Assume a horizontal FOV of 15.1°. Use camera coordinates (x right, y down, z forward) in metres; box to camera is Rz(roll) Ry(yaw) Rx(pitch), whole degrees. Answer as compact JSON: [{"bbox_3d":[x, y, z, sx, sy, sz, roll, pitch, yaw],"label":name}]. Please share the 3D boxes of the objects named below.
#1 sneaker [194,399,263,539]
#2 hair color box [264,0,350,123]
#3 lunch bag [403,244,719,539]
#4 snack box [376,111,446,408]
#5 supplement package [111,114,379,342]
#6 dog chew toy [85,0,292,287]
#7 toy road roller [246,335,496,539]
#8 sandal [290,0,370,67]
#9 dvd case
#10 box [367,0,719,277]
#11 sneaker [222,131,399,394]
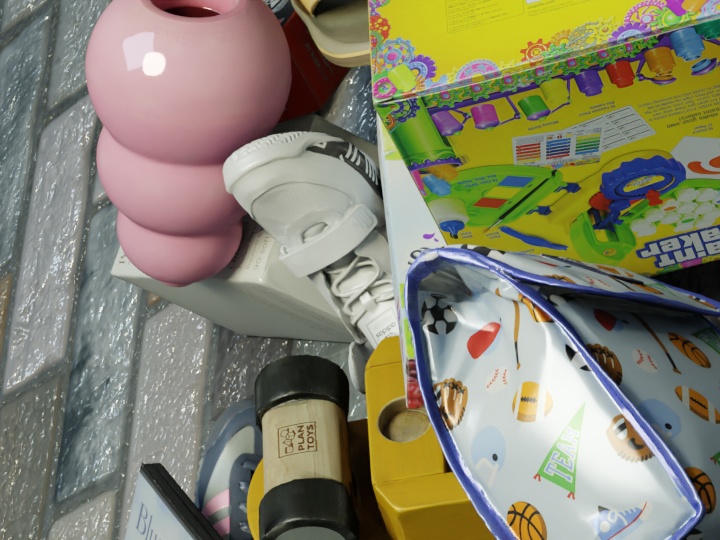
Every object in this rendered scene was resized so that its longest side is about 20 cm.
[{"bbox_3d":[-0.065,0.178,1.706,0.082,0.070,0.201,-15,65,59],"label":"sneaker"},{"bbox_3d":[-0.041,-0.165,1.774,0.101,0.061,0.200,-17,24,32],"label":"hair color box"},{"bbox_3d":[0.123,0.068,1.340,0.124,0.170,0.200,-47,62,23],"label":"lunch bag"},{"bbox_3d":[0.087,-0.017,1.549,0.053,0.142,0.200,87,178,-50],"label":"snack box"},{"bbox_3d":[-0.055,-0.026,1.786,0.200,0.117,0.117,1,70,57],"label":"supplement package"},{"bbox_3d":[-0.107,-0.079,1.654,0.125,0.124,0.200,-115,25,-52],"label":"dog chew toy"},{"bbox_3d":[0.033,0.125,1.577,0.199,0.146,0.123,-11,50,8],"label":"toy road roller"},{"bbox_3d":[-0.006,-0.177,1.637,0.080,0.054,0.200,-28,35,-8],"label":"sandal"},{"bbox_3d":[-0.119,0.240,1.680,0.143,0.018,0.200,44,128,49],"label":"dvd case"},{"bbox_3d":[0.127,-0.096,1.420,0.199,0.193,0.122,-13,51,13],"label":"box"},{"bbox_3d":[0.000,0.000,1.616,0.075,0.200,0.115,-33,48,24],"label":"sneaker"}]
